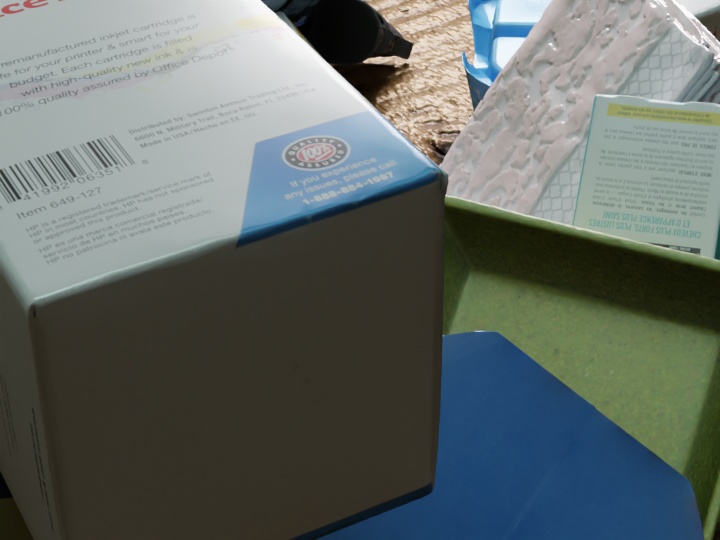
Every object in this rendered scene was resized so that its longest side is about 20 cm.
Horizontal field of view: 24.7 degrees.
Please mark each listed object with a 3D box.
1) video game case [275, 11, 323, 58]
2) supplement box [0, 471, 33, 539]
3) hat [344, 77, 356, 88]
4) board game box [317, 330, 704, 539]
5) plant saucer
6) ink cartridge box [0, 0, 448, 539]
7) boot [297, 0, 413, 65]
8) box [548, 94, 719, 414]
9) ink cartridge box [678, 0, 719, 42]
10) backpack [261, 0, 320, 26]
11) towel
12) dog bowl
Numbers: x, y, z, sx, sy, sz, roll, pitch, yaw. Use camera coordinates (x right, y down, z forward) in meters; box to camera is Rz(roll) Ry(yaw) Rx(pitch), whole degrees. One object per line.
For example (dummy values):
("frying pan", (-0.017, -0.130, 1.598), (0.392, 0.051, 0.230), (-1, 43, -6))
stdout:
("video game case", (0.022, -0.052, 1.006), (0.023, 0.182, 0.201), (-38, 38, 7))
("supplement box", (-0.132, 0.113, 0.745), (0.198, 0.201, 0.135), (-6, 35, -5))
("hat", (-0.089, -0.109, 1.145), (0.199, 0.082, 0.201), (19, 18, -6))
("board game box", (0.064, 0.129, 0.777), (0.199, 0.039, 0.158), (37, 66, 3))
("plant saucer", (0.097, 0.080, 0.846), (0.198, 0.048, 0.202), (15, 78, 22))
("ink cartridge box", (-0.080, -0.006, 0.611), (0.146, 0.146, 0.200), (-18, 40, -22))
("boot", (-0.058, -0.198, 1.234), (0.198, 0.070, 0.174), (26, 9, 1))
("box", (0.155, 0.008, 0.903), (0.081, 0.049, 0.202), (7, 78, 21))
("ink cartridge box", (0.265, -0.155, 1.149), (0.199, 0.146, 0.084), (-24, 41, -27))
("backpack", (-0.109, -0.229, 1.045), (0.184, 0.147, 0.200), (54, 25, 9))
("towel", (0.133, -0.093, 1.040), (0.032, 0.201, 0.191), (25, 20, -30))
("dog bowl", (0.134, -0.163, 1.250), (0.110, 0.050, 0.201), (2, 35, 5))
